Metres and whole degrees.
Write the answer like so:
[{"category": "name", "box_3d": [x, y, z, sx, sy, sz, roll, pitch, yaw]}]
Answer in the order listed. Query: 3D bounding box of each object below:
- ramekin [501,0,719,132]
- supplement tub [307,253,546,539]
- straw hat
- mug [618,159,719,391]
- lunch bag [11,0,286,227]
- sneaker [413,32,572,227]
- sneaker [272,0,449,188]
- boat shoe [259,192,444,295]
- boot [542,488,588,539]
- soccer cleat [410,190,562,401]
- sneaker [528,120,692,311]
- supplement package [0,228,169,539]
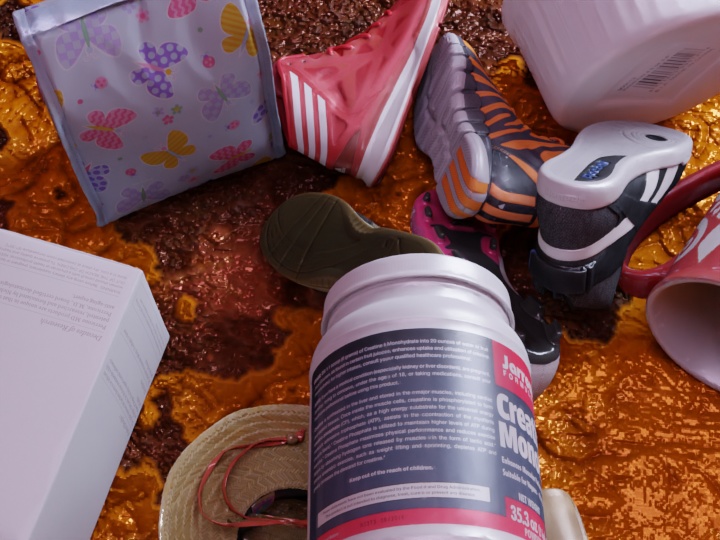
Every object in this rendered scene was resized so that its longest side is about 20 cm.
[{"category": "ramekin", "box_3d": [0.213, -0.186, 0.919, 0.198, 0.201, 0.099, -16, 72, -6]}, {"category": "supplement tub", "box_3d": [0.037, 0.107, 0.734, 0.138, 0.141, 0.202, -1, 56, 1]}, {"category": "straw hat", "box_3d": [-0.039, 0.192, 0.796, 0.198, 0.085, 0.203, 8, 55, -11]}, {"category": "mug", "box_3d": [0.288, -0.034, 0.878, 0.176, 0.134, 0.201, 30, 65, 13]}, {"category": "lunch bag", "box_3d": [-0.153, -0.150, 0.905, 0.168, 0.201, 0.128, -23, 66, -9]}, {"category": "sneaker", "box_3d": [0.108, -0.101, 0.951, 0.111, 0.078, 0.202, 12, 44, -20]}, {"category": "sneaker", "box_3d": [-0.004, -0.175, 0.968, 0.114, 0.078, 0.202, 20, 67, -3]}, {"category": "boat shoe", "box_3d": [0.001, -0.001, 0.881, 0.200, 0.066, 0.072, 21, 72, 49]}, {"category": "boot", "box_3d": [0.082, 0.252, 0.744, 0.173, 0.066, 0.201, -26, 40, 8]}, {"category": "soccer cleat", "box_3d": [0.077, 0.023, 0.891, 0.069, 0.087, 0.201, 3, 38, -25]}, {"category": "sneaker", "box_3d": [0.171, -0.036, 0.873, 0.072, 0.113, 0.199, 20, 27, 29]}, {"category": "supplement package", "box_3d": [-0.225, 0.096, 0.835, 0.116, 0.117, 0.202, 15, 65, 8]}]
